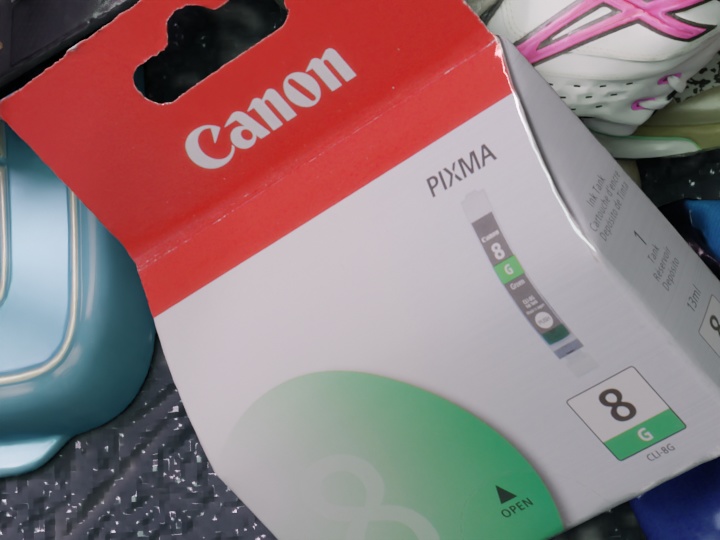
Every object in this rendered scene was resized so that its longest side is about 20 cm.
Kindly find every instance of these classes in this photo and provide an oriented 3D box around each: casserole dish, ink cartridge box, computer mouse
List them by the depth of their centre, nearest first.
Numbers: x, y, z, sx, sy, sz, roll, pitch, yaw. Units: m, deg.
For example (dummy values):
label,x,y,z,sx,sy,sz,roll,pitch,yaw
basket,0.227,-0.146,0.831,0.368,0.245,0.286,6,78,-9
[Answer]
label,x,y,z,sx,sy,sz,roll,pitch,yaw
ink cartridge box,0.000,0.000,0.781,0.161,0.050,0.200,-31,112,35
computer mouse,-0.114,-0.079,0.811,0.199,0.140,0.046,-33,93,-10
casserole dish,-0.134,-0.030,0.906,0.120,0.039,0.201,-6,80,13

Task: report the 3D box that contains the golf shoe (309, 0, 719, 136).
label,x,y,z,sx,sy,sz,roll,pitch,yaw
golf shoe,0.083,-0.089,0.779,0.199,0.073,0.092,-14,121,15

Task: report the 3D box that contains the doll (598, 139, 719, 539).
label,x,y,z,sx,sy,sz,roll,pitch,yaw
doll,0.102,0.043,0.828,0.136,0.048,0.201,-33,73,24

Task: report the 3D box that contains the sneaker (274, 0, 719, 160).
label,x,y,z,sx,sy,sz,roll,pitch,yaw
sneaker,0.057,-0.100,0.833,0.199,0.089,0.077,19,51,15
